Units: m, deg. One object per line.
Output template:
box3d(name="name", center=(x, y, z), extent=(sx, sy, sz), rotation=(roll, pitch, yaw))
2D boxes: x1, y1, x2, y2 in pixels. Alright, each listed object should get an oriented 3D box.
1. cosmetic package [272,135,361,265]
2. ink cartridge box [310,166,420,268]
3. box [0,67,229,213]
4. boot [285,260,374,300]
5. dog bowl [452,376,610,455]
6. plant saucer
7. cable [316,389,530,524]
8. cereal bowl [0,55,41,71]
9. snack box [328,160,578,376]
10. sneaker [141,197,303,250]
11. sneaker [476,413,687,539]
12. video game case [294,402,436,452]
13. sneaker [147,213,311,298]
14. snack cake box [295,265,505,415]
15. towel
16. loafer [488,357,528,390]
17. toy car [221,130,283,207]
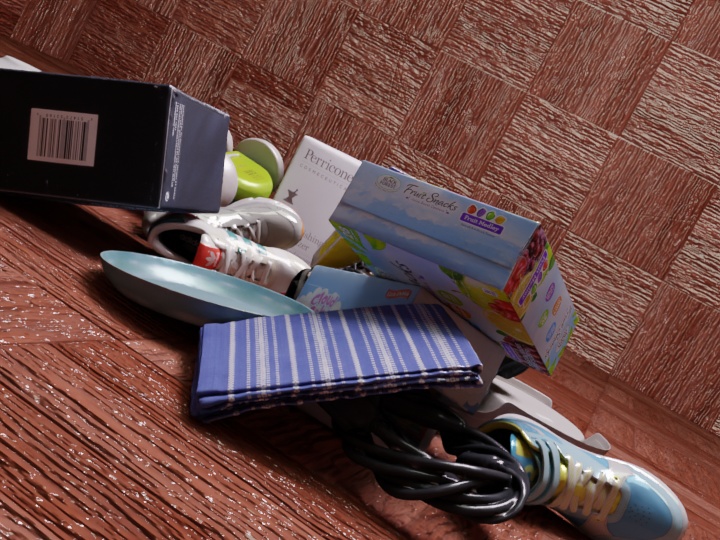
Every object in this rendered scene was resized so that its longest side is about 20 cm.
box3d(name="cosmetic package", center=(-0.034, -0.059, 1.257), extent=(0.164, 0.201, 0.165), rotation=(28, 7, 10))
box3d(name="ink cartridge box", center=(0.068, -0.015, 1.062), extent=(0.197, 0.047, 0.200), rotation=(25, -34, -16))
box3d(name="box", center=(-0.260, -0.127, 0.926), extent=(0.198, 0.124, 0.198), rotation=(7, 4, 8))
box3d(name="boot", center=(0.000, 0.000, 0.957), extent=(0.137, 0.201, 0.077), rotation=(22, 5, -19))
box3d(name="dog bowl", center=(0.182, 0.172, 1.010), extent=(0.199, 0.059, 0.200), rotation=(28, 6, -3))
box3d(name="plant saucer", center=(-0.137, 0.024, 0.796), extent=(0.199, 0.028, 0.200), rotation=(18, 4, -1))
box3d(name="cable", center=(0.049, 0.130, 0.666), extent=(0.163, 0.051, 0.200), rotation=(25, 6, -45))
box3d(name="cereal bowl", center=(-0.538, -0.283, 1.416), extent=(0.199, 0.084, 0.200), rotation=(27, 5, -3))
box3d(name="snack box", center=(0.087, 0.002, 0.766), extent=(0.168, 0.068, 0.200), rotation=(24, -14, 29))
box3d(name="sneaker", center=(-0.169, -0.045, 1.075), extent=(0.198, 0.076, 0.092), rotation=(4, 22, -2))
box3d(name="sneaker", center=(0.180, 0.190, 0.774), extent=(0.199, 0.080, 0.130), rotation=(21, 0, 26))
box3d(name="video game case", center=(-0.024, 0.106, 0.800), extent=(0.199, 0.023, 0.182), rotation=(31, 6, 9))
box3d(name="sneaker", center=(-0.144, -0.005, 0.973), extent=(0.199, 0.071, 0.093), rotation=(24, 8, 3))
box3d(name="snack cake box", center=(0.027, 0.061, 0.835), extent=(0.115, 0.068, 0.200), rotation=(35, -12, -27))
box3d(name="towel", center=(-0.022, 0.062, 0.648), extent=(0.198, 0.024, 0.145), rotation=(-5, 18, -7))
box3d(name="loafer", center=(0.118, 0.084, 0.934), extent=(0.072, 0.073, 0.199), rotation=(23, 27, 31))
box3d(name="toy car", center=(-0.215, -0.118, 1.207), extent=(0.199, 0.151, 0.175), rotation=(26, 23, 18))
